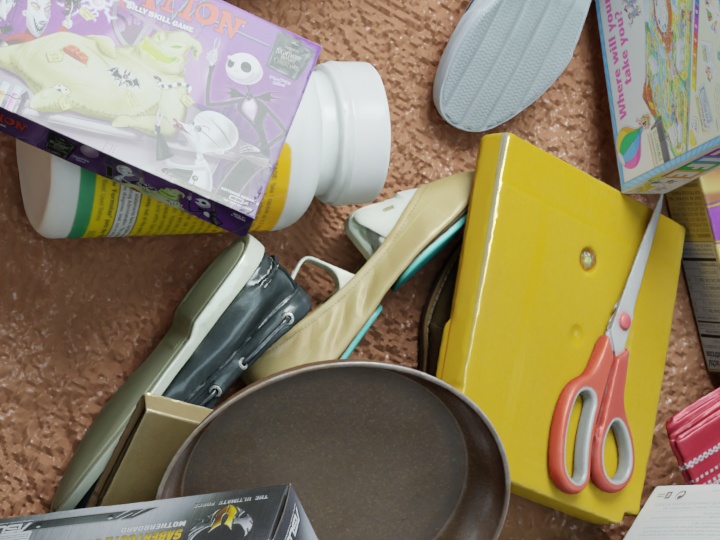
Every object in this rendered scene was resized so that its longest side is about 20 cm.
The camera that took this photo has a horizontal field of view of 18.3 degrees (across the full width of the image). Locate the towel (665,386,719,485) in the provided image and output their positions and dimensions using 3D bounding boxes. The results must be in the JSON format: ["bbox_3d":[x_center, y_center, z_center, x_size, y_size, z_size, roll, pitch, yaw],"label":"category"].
[{"bbox_3d":[0.282,0.143,1.432,0.144,0.022,0.200,-31,116,-13],"label":"towel"}]

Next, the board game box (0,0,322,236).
[{"bbox_3d":[-0.131,-0.110,1.202,0.200,0.032,0.120,23,57,-7],"label":"board game box"}]

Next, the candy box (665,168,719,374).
[{"bbox_3d":[0.261,-0.044,1.436,0.116,0.056,0.201,-18,98,-20],"label":"candy box"}]

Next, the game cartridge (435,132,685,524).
[{"bbox_3d":[0.119,0.040,1.351,0.176,0.032,0.201,25,71,-40],"label":"game cartridge"}]

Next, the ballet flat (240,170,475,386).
[{"bbox_3d":[0.000,0.000,1.339,0.063,0.069,0.200,41,76,-1],"label":"ballet flat"}]

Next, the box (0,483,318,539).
[{"bbox_3d":[-0.105,0.198,1.220,0.048,0.199,0.159,-70,145,-50],"label":"box"}]

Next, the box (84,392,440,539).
[{"bbox_3d":[-0.063,0.159,1.287,0.200,0.021,0.164,16,118,-23],"label":"box"}]

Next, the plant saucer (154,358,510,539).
[{"bbox_3d":[-0.017,0.124,1.240,0.200,0.035,0.201,-6,123,-9],"label":"plant saucer"}]

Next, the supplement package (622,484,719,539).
[{"bbox_3d":[0.194,0.236,1.313,0.114,0.109,0.200,48,60,-21],"label":"supplement package"}]

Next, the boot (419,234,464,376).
[{"bbox_3d":[0.071,0.065,1.358,0.073,0.075,0.201,20,83,-17],"label":"boot"}]

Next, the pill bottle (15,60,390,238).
[{"bbox_3d":[-0.089,-0.077,1.280,0.199,0.113,0.113,-3,91,-19],"label":"pill bottle"}]

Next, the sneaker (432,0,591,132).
[{"bbox_3d":[0.108,-0.177,1.376,0.073,0.071,0.200,29,102,-21],"label":"sneaker"}]

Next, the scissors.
[{"bbox_3d":[0.151,0.039,1.349,0.073,0.014,0.201,20,75,-40],"label":"scissors"}]

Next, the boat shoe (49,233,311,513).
[{"bbox_3d":[-0.100,0.076,1.287,0.066,0.074,0.200,36,88,-17],"label":"boat shoe"}]

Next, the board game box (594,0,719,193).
[{"bbox_3d":[0.192,-0.160,1.345,0.034,0.134,0.201,-1,77,-27],"label":"board game box"}]
